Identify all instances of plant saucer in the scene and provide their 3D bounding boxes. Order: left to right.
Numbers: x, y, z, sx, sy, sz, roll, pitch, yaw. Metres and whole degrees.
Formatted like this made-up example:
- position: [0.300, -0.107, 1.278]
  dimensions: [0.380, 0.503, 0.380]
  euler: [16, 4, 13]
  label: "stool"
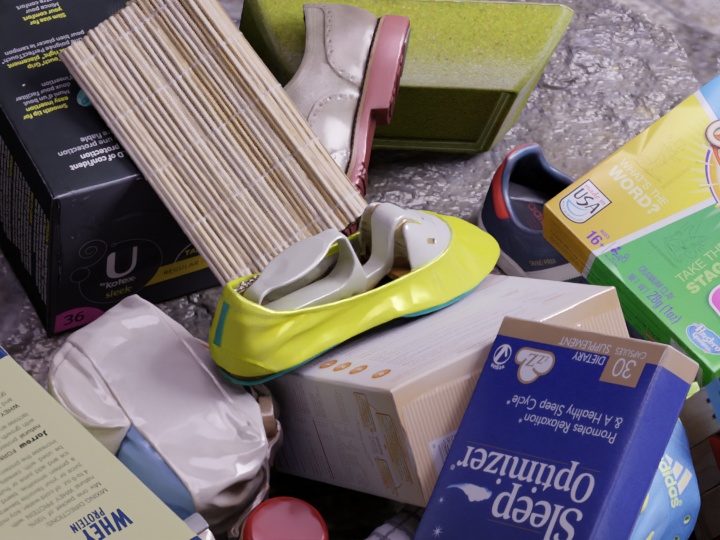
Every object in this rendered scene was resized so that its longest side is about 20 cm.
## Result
- position: [0.021, -0.117, 1.854]
  dimensions: [0.200, 0.200, 0.048]
  euler: [2, 76, -6]
  label: "plant saucer"

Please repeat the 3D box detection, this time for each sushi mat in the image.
- position: [-0.086, -0.081, 1.710]
  dimensions: [0.096, 0.012, 0.200]
  euler: [-38, 70, 3]
  label: "sushi mat"

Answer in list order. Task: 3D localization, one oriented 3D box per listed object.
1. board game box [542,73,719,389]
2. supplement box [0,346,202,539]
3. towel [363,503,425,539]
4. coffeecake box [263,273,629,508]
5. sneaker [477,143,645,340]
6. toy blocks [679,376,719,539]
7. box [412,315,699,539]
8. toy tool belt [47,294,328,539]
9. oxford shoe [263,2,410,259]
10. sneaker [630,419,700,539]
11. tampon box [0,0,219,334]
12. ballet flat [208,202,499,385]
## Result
- position: [0.232, -0.037, 1.760]
  dimensions: [0.200, 0.040, 0.153]
  euler: [-37, 64, -16]
  label: "board game box"
- position: [-0.213, 0.179, 1.564]
  dimensions: [0.200, 0.134, 0.200]
  euler: [-32, 58, -31]
  label: "supplement box"
- position: [0.078, 0.214, 1.608]
  dimensions: [0.200, 0.086, 0.166]
  euler: [38, 55, 23]
  label: "towel"
- position: [0.039, 0.062, 1.675]
  dimensions: [0.153, 0.073, 0.200]
  euler: [-24, 15, -26]
  label: "coffeecake box"
- position: [0.151, -0.003, 1.815]
  dimensions: [0.200, 0.085, 0.075]
  euler: [38, 54, 25]
  label: "sneaker"
- position: [0.226, 0.133, 1.612]
  dimensions: [0.100, 0.137, 0.200]
  euler: [-17, 80, -14]
  label: "toy blocks"
- position: [0.087, 0.125, 1.517]
  dimensions: [0.121, 0.032, 0.200]
  euler: [10, 74, 48]
  label: "box"
- position: [-0.095, 0.119, 1.658]
  dimensions: [0.125, 0.123, 0.200]
  euler: [-32, 67, -27]
  label: "toy tool belt"
- position: [-0.030, -0.062, 1.732]
  dimensions: [0.075, 0.070, 0.200]
  euler: [16, 74, 3]
  label: "oxford shoe"
- position: [0.133, 0.150, 1.564]
  dimensions: [0.105, 0.076, 0.200]
  euler: [23, 72, -31]
  label: "sneaker"
- position: [-0.161, -0.087, 1.823]
  dimensions: [0.150, 0.126, 0.200]
  euler: [-17, 52, -21]
  label: "tampon box"
- position: [0.000, 0.000, 1.653]
  dimensions: [0.200, 0.067, 0.067]
  euler: [-25, 40, -31]
  label: "ballet flat"
